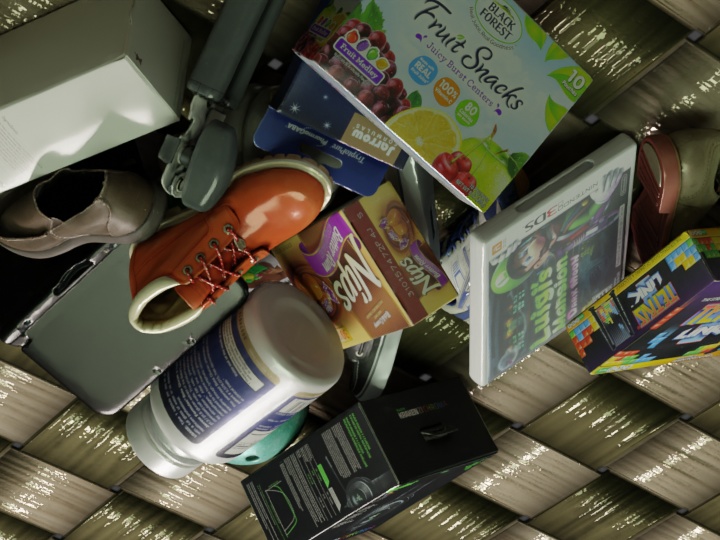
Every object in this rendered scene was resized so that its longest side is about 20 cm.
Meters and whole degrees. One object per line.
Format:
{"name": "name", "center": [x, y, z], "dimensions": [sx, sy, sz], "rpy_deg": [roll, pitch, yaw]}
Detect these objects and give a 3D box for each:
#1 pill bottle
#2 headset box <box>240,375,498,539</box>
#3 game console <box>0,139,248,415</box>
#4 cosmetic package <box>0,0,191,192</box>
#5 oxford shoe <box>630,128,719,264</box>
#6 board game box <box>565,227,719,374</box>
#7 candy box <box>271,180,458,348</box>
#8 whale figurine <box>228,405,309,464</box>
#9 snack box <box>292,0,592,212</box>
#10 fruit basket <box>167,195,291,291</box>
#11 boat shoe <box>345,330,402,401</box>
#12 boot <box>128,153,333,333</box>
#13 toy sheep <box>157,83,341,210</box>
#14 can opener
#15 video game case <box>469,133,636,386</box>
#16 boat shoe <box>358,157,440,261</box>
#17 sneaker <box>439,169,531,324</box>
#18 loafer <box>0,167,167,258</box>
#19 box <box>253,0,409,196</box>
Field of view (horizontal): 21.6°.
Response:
{"name": "pill bottle", "center": [-0.119, 0.105, 1.699], "dimensions": [0.111, 0.111, 0.200], "rpy_deg": [32, 126, -30]}
{"name": "headset box", "center": [0.014, 0.194, 1.891], "dimensions": [0.200, 0.093, 0.174], "rpy_deg": [-37, 164, 35]}
{"name": "game console", "center": [-0.222, -0.003, 1.673], "dimensions": [0.200, 0.176, 0.116], "rpy_deg": [-40, 141, 23]}
{"name": "cosmetic package", "center": [-0.247, -0.151, 1.556], "dimensions": [0.200, 0.108, 0.085], "rpy_deg": [-18, 134, 23]}
{"name": "oxford shoe", "center": [0.287, -0.051, 1.681], "dimensions": [0.075, 0.070, 0.200], "rpy_deg": [-16, 148, -8]}
{"name": "board game box", "center": [0.311, 0.024, 1.705], "dimensions": [0.200, 0.057, 0.165], "rpy_deg": [-5, 153, -44]}
{"name": "candy box", "center": [0.000, 0.000, 1.652], "dimensions": [0.117, 0.056, 0.200], "rpy_deg": [59, 159, -4]}
{"name": "whale figurine", "center": [-0.128, 0.128, 1.843], "dimensions": [0.159, 0.104, 0.200], "rpy_deg": [-17, 156, 17]}
{"name": "snack box", "center": [0.067, -0.161, 1.477], "dimensions": [0.200, 0.053, 0.142], "rpy_deg": [39, 88, -28]}
{"name": "fruit basket", "center": [-0.163, 0.018, 1.759], "dimensions": [0.185, 0.094, 0.200], "rpy_deg": [-21, 137, 24]}
{"name": "boat shoe", "center": [0.007, 0.049, 1.808], "dimensions": [0.066, 0.070, 0.200], "rpy_deg": [14, 137, -4]}
{"name": "boot", "center": [-0.107, -0.017, 1.519], "dimensions": [0.200, 0.107, 0.075], "rpy_deg": [-28, 122, 27]}
{"name": "toy sheep", "center": [-0.081, -0.097, 1.595], "dimensions": [0.200, 0.138, 0.138], "rpy_deg": [2, 142, 26]}
{"name": "can opener", "center": [-0.100, -0.144, 1.503], "dimensions": [0.067, 0.200, 0.053], "rpy_deg": [26, -177, 24]}
{"name": "video game case", "center": [0.171, -0.007, 1.686], "dimensions": [0.182, 0.023, 0.200], "rpy_deg": [-32, 145, -23]}
{"name": "boat shoe", "center": [0.030, -0.061, 1.661], "dimensions": [0.065, 0.074, 0.200], "rpy_deg": [0, 123, 11]}
{"name": "sneaker", "center": [0.107, -0.018, 1.718], "dimensions": [0.088, 0.075, 0.200], "rpy_deg": [16, 135, 18]}
{"name": "loafer", "center": [-0.250, -0.061, 1.584], "dimensions": [0.200, 0.073, 0.071], "rpy_deg": [-8, 150, 39]}
{"name": "box", "center": [0.010, -0.164, 1.503], "dimensions": [0.121, 0.032, 0.200], "rpy_deg": [24, 98, -24]}
